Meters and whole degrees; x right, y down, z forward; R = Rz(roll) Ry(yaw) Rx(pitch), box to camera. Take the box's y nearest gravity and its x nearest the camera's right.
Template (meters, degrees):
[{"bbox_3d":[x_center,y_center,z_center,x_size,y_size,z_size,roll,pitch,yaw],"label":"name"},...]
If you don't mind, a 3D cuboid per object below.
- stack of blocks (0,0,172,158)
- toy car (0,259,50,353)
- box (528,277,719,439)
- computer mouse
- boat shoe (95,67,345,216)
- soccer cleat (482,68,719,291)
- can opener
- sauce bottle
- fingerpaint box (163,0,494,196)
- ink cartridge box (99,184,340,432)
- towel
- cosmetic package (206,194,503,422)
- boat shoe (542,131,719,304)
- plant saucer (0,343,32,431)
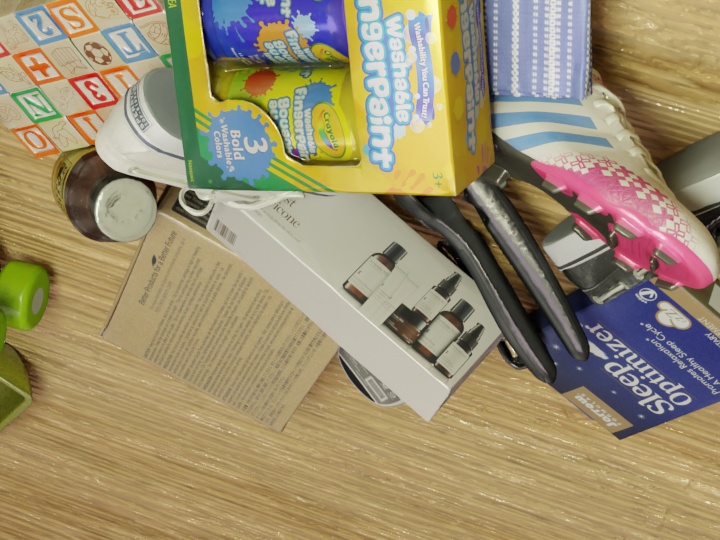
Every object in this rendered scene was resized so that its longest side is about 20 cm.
[{"bbox_3d":[-0.170,-0.147,1.123,0.198,0.059,0.115,-8,134,38],"label":"stack of blocks"},{"bbox_3d":[-0.337,-0.046,1.335,0.162,0.158,0.202,13,115,10],"label":"toy car"},{"bbox_3d":[0.185,0.058,1.195,0.121,0.033,0.199,37,145,-17],"label":"box"},{"bbox_3d":[0.050,0.041,1.240,0.110,0.044,0.200,53,144,-5],"label":"computer mouse"},{"bbox_3d":[-0.084,-0.070,1.085,0.086,0.075,0.201,-33,157,36],"label":"boat shoe"},{"bbox_3d":[0.132,-0.068,0.972,0.199,0.087,0.070,35,169,27],"label":"soccer cleat"},{"bbox_3d":[0.082,-0.020,1.100,0.201,0.063,0.079,52,-175,-2],"label":"can opener"},{"bbox_3d":[-0.171,-0.053,1.162,0.066,0.066,0.200,36,177,-15],"label":"sauce bottle"},{"bbox_3d":[-0.020,-0.146,0.933,0.165,0.073,0.202,3,110,23],"label":"fingerpaint box"},{"bbox_3d":[-0.089,0.018,1.275,0.164,0.076,0.200,30,146,-4],"label":"ink cartridge box"},{"bbox_3d":[0.036,-0.171,0.960,0.198,0.024,0.146,8,117,23],"label":"towel"},{"bbox_3d":[0.000,0.000,1.142,0.200,0.083,0.051,40,144,8],"label":"cosmetic package"},{"bbox_3d":[0.189,-0.025,1.034,0.068,0.074,0.199,51,141,-6],"label":"boat shoe"},{"bbox_3d":[-0.403,0.077,1.573,0.199,0.048,0.200,35,145,-14],"label":"plant saucer"}]
